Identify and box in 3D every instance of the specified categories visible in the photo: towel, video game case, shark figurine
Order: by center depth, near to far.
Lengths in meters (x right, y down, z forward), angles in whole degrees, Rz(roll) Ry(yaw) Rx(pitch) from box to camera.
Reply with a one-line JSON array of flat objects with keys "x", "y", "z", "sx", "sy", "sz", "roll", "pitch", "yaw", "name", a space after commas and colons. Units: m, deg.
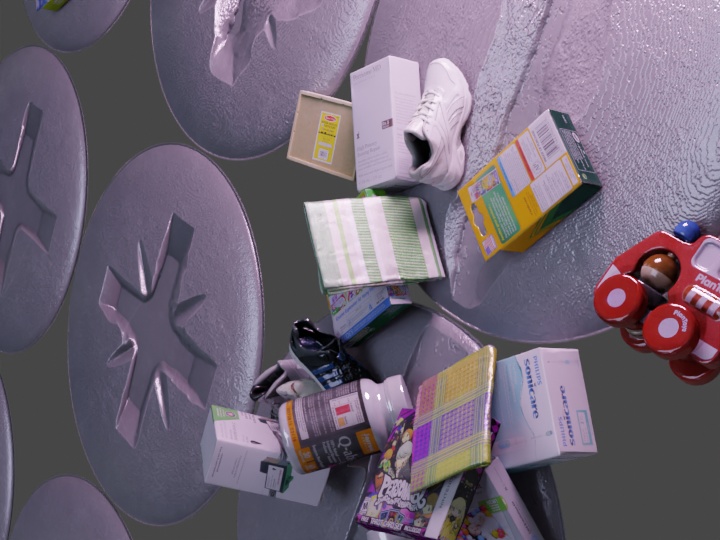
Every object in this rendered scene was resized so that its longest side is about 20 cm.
[{"x": 0.127, "y": 0.200, "z": 1.572, "sx": 0.143, "sy": 0.023, "sz": 0.201, "roll": -32, "pitch": 33, "yaw": 34, "name": "towel"}, {"x": 0.090, "y": 0.280, "z": 1.604, "sx": 0.199, "sy": 0.036, "sz": 0.182, "roll": -5, "pitch": 55, "yaw": 57, "name": "video game case"}, {"x": 0.021, "y": -0.042, "z": 1.786, "sx": 0.023, "sy": 0.198, "sz": 0.154, "roll": 124, "pitch": 137, "yaw": -62, "name": "towel"}, {"x": -0.029, "y": 0.252, "z": 1.925, "sx": 0.215, "sy": 0.128, "sz": 0.090, "roll": 47, "pitch": 148, "yaw": 21, "name": "shark figurine"}]

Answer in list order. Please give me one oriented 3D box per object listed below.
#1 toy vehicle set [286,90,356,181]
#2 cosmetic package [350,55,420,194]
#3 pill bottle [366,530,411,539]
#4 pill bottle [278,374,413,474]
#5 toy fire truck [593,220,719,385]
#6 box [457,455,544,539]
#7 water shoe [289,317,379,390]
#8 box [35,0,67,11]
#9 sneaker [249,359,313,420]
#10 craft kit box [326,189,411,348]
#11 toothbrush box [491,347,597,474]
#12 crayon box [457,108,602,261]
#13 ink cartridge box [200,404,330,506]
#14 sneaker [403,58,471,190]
[{"x": -0.050, "y": -0.233, "z": 2.009, "sx": 0.199, "sy": 0.026, "sz": 0.125, "roll": 24, "pitch": 105, "yaw": 48, "name": "toy vehicle set"}, {"x": 0.043, "y": -0.230, "z": 1.865, "sx": 0.101, "sy": 0.074, "sz": 0.202, "roll": -15, "pitch": 76, "yaw": 47, "name": "cosmetic package"}, {"x": 0.067, "y": 0.486, "z": 1.743, "sx": 0.111, "sy": 0.110, "sz": 0.202, "roll": -30, "pitch": 64, "yaw": 44, "name": "pill bottle"}, {"x": -0.019, "y": 0.235, "z": 1.799, "sx": 0.198, "sy": 0.116, "sz": 0.117, "roll": -17, "pitch": 69, "yaw": 6, "name": "pill bottle"}, {"x": 0.392, "y": 0.029, "z": 1.422, "sx": 0.168, "sy": 0.112, "sz": 0.200, "roll": -53, "pitch": 46, "yaw": 0, "name": "toy fire truck"}, {"x": 0.175, "y": 0.366, "z": 1.615, "sx": 0.155, "sy": 0.041, "sz": 0.201, "roll": -25, "pitch": 95, "yaw": 45, "name": "box"}, {"x": -0.043, "y": 0.154, "z": 1.888, "sx": 0.199, "sy": 0.071, "sz": 0.079, "roll": 32, "pitch": 146, "yaw": 26, "name": "water shoe"}, {"x": -0.730, "y": -0.721, "z": 2.836, "sx": 0.199, "sy": 0.047, "sz": 0.123, "roll": -21, "pitch": 70, "yaw": 47, "name": "box"}, {"x": -0.152, "y": 0.238, "z": 2.019, "sx": 0.075, "sy": 0.115, "sz": 0.202, "roll": 33, "pitch": 111, "yaw": 45, "name": "sneaker"}, {"x": 0.000, "y": 0.000, "z": 1.887, "sx": 0.200, "sy": 0.048, "sz": 0.199, "roll": -41, "pitch": 59, "yaw": 54, "name": "craft kit box"}, {"x": 0.216, "y": 0.201, "z": 1.613, "sx": 0.199, "sy": 0.085, "sz": 0.148, "roll": -27, "pitch": 66, "yaw": 46, "name": "toothbrush box"}, {"x": 0.236, "y": -0.116, "z": 1.644, "sx": 0.200, "sy": 0.051, "sz": 0.127, "roll": -42, "pitch": 57, "yaw": 38, "name": "crayon box"}, {"x": -0.158, "y": 0.306, "z": 1.930, "sx": 0.146, "sy": 0.198, "sz": 0.085, "roll": -124, "pitch": 50, "yaw": -70, "name": "ink cartridge box"}, {"x": 0.110, "y": -0.226, "z": 1.764, "sx": 0.078, "sy": 0.099, "sz": 0.202, "roll": -5, "pitch": 83, "yaw": 49, "name": "sneaker"}]
